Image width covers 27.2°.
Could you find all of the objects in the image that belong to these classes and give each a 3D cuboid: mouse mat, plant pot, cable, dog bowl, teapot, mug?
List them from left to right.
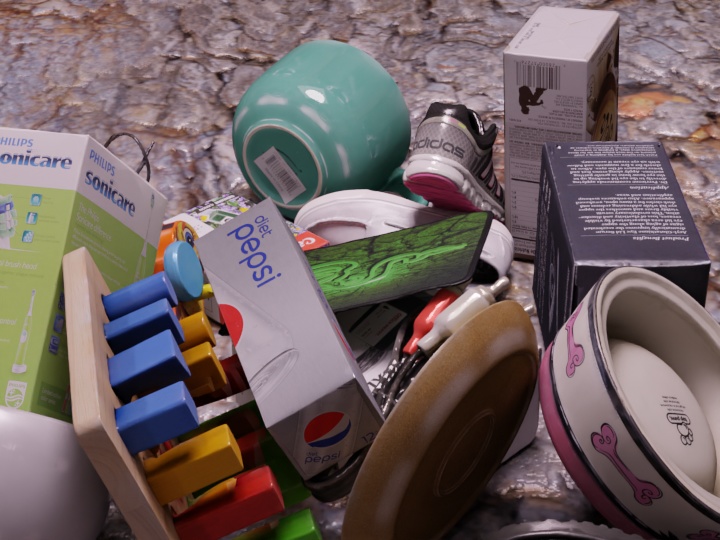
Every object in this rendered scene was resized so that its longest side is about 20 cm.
[{"bbox_3d":[-0.251,0.163,0.943,0.198,0.148,0.196,-4,-19,45],"label":"teapot"},{"bbox_3d":[-0.031,-0.118,1.377,0.183,0.154,0.114,17,38,25],"label":"mug"},{"bbox_3d":[0.000,0.000,1.125,0.197,0.008,0.161,-14,18,16],"label":"mouse mat"},{"bbox_3d":[0.024,0.070,1.011,0.199,0.051,0.097,-36,35,-22],"label":"cable"},{"bbox_3d":[0.060,0.113,0.967,0.027,0.202,0.199,31,42,24],"label":"plant pot"},{"bbox_3d":[0.203,0.100,1.014,0.199,0.074,0.202,31,38,-28],"label":"dog bowl"}]

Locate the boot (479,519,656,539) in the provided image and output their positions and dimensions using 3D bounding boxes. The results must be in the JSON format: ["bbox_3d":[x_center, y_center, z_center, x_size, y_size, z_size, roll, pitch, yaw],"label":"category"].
[{"bbox_3d":[0.156,0.232,0.881,0.208,0.080,0.158,5,32,9],"label":"boot"}]

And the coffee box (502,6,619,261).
[{"bbox_3d":[0.181,-0.119,1.328,0.079,0.202,0.113,9,33,21],"label":"coffee box"}]

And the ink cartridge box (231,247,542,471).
[{"bbox_3d":[0.019,0.079,1.122,0.144,0.085,0.199,-30,43,-35],"label":"ink cartridge box"}]

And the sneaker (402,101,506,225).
[{"bbox_3d":[0.095,-0.096,1.326,0.073,0.089,0.200,11,-7,22],"label":"sneaker"}]

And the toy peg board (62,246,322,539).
[{"bbox_3d":[-0.105,0.098,0.968,0.097,0.201,0.201,-23,33,0],"label":"toy peg board"}]

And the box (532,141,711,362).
[{"bbox_3d":[0.201,0.006,1.180,0.103,0.150,0.201,-1,33,-1],"label":"box"}]

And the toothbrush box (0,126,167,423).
[{"bbox_3d":[-0.220,0.018,1.073,0.085,0.203,0.146,7,-13,18],"label":"toothbrush box"}]

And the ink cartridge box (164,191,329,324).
[{"bbox_3d":[-0.087,0.002,1.282,0.108,0.051,0.199,-28,40,-36],"label":"ink cartridge box"}]

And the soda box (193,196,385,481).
[{"bbox_3d":[-0.051,0.042,1.008,0.068,0.064,0.201,-29,43,2],"label":"soda box"}]

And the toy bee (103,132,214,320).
[{"bbox_3d":[-0.145,0.002,1.199,0.129,0.203,0.109,8,-3,21],"label":"toy bee"}]

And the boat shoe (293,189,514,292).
[{"bbox_3d":[0.035,-0.017,1.302,0.197,0.073,0.069,13,30,4],"label":"boat shoe"}]
